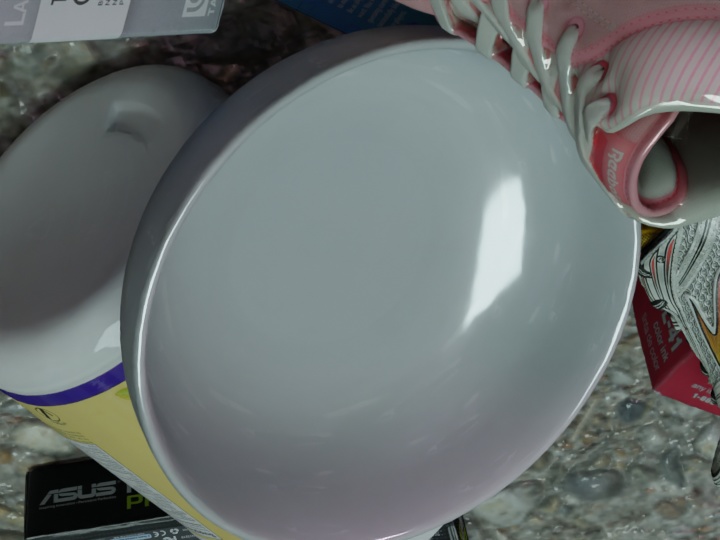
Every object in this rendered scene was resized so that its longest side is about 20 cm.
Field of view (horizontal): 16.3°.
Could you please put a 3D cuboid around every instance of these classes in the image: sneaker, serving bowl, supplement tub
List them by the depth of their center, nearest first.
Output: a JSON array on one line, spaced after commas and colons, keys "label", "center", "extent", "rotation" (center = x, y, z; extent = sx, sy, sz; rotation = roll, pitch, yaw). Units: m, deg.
[{"label": "sneaker", "center": [0.064, -0.074, 0.768], "extent": [0.200, 0.105, 0.075], "rotation": [11, 153, 24]}, {"label": "serving bowl", "center": [0.000, 0.000, 0.901], "extent": [0.200, 0.066, 0.201], "rotation": [-13, 121, -23]}, {"label": "sneaker", "center": [0.142, -0.001, 0.955], "extent": [0.082, 0.078, 0.200], "rotation": [4, 121, 13]}, {"label": "supplement tub", "center": [-0.052, 0.027, 1.017], "extent": [0.145, 0.146, 0.200], "rotation": [-29, 132, 24]}]

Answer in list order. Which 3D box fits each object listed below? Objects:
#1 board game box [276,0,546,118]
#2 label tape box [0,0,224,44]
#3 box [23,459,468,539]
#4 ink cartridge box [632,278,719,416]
[{"label": "board game box", "center": [0.027, -0.127, 0.863], "extent": [0.200, 0.045, 0.152], "rotation": [25, 154, -10]}, {"label": "label tape box", "center": [-0.149, -0.122, 0.779], "extent": [0.200, 0.143, 0.066], "rotation": [-8, 120, -56]}, {"label": "box", "center": [-0.047, 0.145, 1.217], "extent": [0.199, 0.044, 0.160], "rotation": [-9, 137, 5]}, {"label": "ink cartridge box", "center": [0.227, -0.015, 1.039], "extent": [0.147, 0.086, 0.200], "rotation": [20, 133, -23]}]
